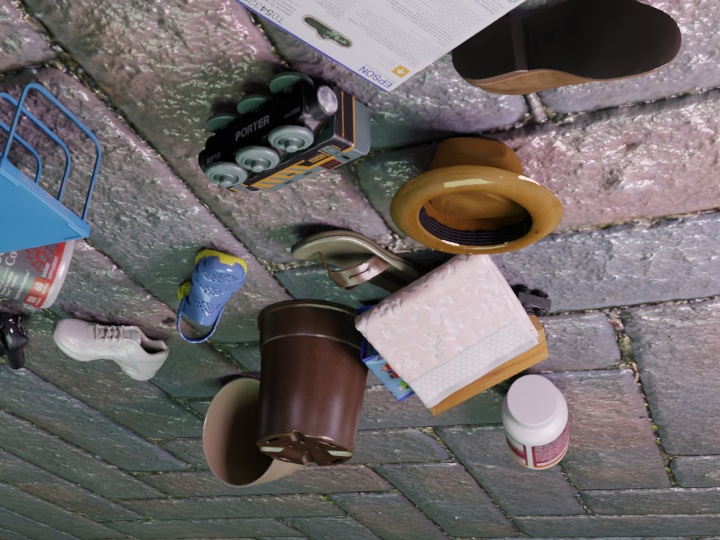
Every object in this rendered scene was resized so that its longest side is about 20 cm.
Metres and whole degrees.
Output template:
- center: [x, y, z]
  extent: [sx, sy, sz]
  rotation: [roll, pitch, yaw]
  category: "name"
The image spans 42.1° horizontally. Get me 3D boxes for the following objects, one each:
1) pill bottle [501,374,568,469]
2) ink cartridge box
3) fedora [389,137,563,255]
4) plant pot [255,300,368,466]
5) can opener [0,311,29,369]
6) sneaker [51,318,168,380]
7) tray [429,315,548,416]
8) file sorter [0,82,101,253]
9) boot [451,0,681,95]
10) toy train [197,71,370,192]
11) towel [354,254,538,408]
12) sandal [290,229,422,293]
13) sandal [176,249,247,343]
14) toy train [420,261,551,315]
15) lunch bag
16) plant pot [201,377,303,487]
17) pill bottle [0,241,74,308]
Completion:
- center: [0.297, 0.255, 1.585]
  extent: [0.110, 0.115, 0.201]
  rotation: [-1, 152, 12]
  category: "pill bottle"
- center: [0.017, -0.249, 0.783]
  extent: [0.194, 0.044, 0.198]
  rotation: [24, 149, -33]
  category: "ink cartridge box"
- center: [0.126, -0.087, 1.020]
  extent: [0.196, 0.084, 0.201]
  rotation: [1, 156, 1]
  category: "fedora"
- center: [-0.074, 0.181, 1.431]
  extent: [0.195, 0.202, 0.201]
  rotation: [4, 153, 2]
  category: "plant pot"
- center: [-0.592, 0.119, 1.573]
  extent: [0.077, 0.065, 0.200]
  rotation: [-16, 168, -18]
  category: "can opener"
- center: [-0.403, 0.113, 1.525]
  extent: [0.198, 0.072, 0.080]
  rotation: [24, 132, -35]
  category: "sneaker"
- center: [0.181, 0.141, 1.385]
  extent: [0.197, 0.037, 0.099]
  rotation: [-27, 147, 1]
  category: "tray"
- center: [-0.409, -0.108, 1.040]
  extent: [0.196, 0.125, 0.139]
  rotation: [-8, 149, 24]
  category: "file sorter"
- center: [0.186, -0.195, 0.841]
  extent: [0.196, 0.075, 0.075]
  rotation: [-1, 171, 21]
  category: "boot"
- center: [-0.082, -0.134, 0.980]
  extent: [0.198, 0.087, 0.113]
  rotation: [-20, 152, 40]
  category: "toy train"
- center: [0.120, 0.080, 1.259]
  extent: [0.198, 0.032, 0.192]
  rotation: [-31, 122, 13]
  category: "towel"
- center: [0.001, 0.000, 1.230]
  extent: [0.198, 0.058, 0.079]
  rotation: [21, 148, -26]
  category: "sandal"
- center: [-0.213, 0.040, 1.318]
  extent: [0.078, 0.089, 0.200]
  rotation: [16, 149, -15]
  category: "sandal"
- center: [0.168, 0.027, 1.277]
  extent: [0.196, 0.035, 0.046]
  rotation: [16, 161, -17]
  category: "toy train"
- center: [0.113, 0.101, 1.379]
  extent: [0.196, 0.096, 0.151]
  rotation: [-17, 144, 16]
  category: "lunch bag"
- center: [-0.160, 0.306, 1.729]
  extent: [0.184, 0.192, 0.199]
  rotation: [-12, 162, 30]
  category: "plant pot"
- center: [-0.478, -0.034, 1.198]
  extent: [0.197, 0.118, 0.115]
  rotation: [20, 149, -26]
  category: "pill bottle"
